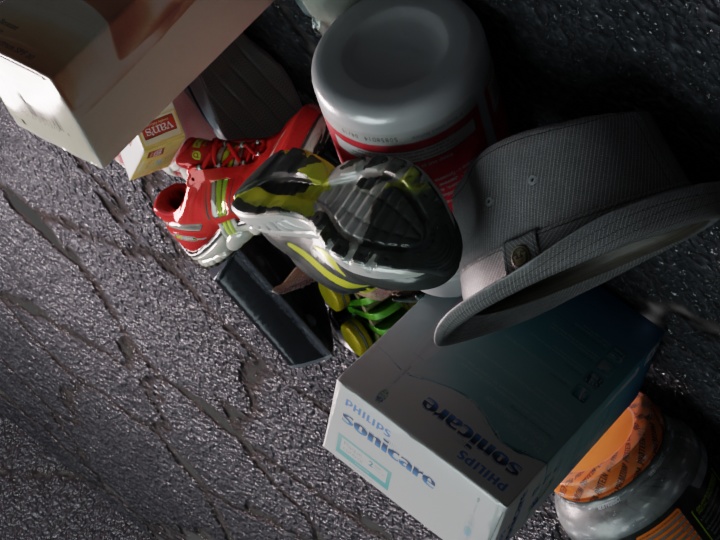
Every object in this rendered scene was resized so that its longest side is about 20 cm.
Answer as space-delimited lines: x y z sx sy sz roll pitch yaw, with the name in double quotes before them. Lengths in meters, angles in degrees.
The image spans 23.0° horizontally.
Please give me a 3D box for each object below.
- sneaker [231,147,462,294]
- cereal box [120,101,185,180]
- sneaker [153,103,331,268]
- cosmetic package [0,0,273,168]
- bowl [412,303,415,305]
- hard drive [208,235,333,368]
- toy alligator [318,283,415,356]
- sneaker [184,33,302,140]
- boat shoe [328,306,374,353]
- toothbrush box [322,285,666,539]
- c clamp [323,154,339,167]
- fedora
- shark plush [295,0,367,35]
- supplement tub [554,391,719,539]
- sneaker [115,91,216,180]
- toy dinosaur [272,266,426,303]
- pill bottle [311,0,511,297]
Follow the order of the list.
"sneaker" 0.005 -0.023 1.082 0.199 0.075 0.085 24 161 52
"cereal box" -0.186 -0.175 1.317 0.144 0.039 0.202 150 100 -77
"sneaker" -0.093 -0.069 1.293 0.085 0.077 0.200 42 137 -11
"cosmetic package" -0.151 -0.177 1.184 0.103 0.200 0.088 24 152 38
"bowl" 0.122 0.076 1.410 0.200 0.039 0.201 37 159 16
"hard drive" -0.079 0.006 1.485 0.135 0.042 0.200 49 -173 -16
"toy alligator" 0.000 0.000 1.381 0.054 0.059 0.201 14 133 64
"sneaker" -0.109 -0.155 1.358 0.201 0.073 0.071 55 168 -6
"boat shoe" 0.006 0.037 1.475 0.074 0.062 0.200 36 171 48
"toothbrush box" 0.093 0.082 1.224 0.146 0.200 0.086 35 143 18
"c clamp" -0.046 -0.060 1.472 0.171 0.027 0.200 42 160 4
"fedora" 0.117 -0.035 1.049 0.200 0.176 0.091 -32 77 49
"shark plush" -0.016 -0.201 1.130 0.084 0.091 0.200 58 -173 31
"supplement tub" 0.227 0.192 1.323 0.201 0.123 0.122 53 158 -23
"sneaker" -0.141 -0.092 1.431 0.201 0.104 0.075 52 163 3
"toy dinosaur" 0.014 -0.010 1.272 0.136 0.200 0.086 47 116 0
"pill bottle" 0.044 -0.076 1.145 0.112 0.112 0.201 29 155 33
